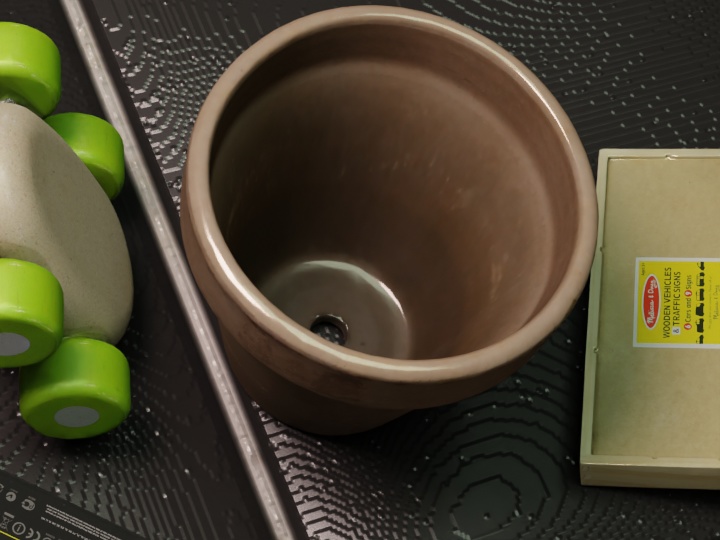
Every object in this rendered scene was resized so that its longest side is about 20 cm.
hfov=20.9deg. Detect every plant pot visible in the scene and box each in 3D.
[{"bbox_3d":[0.000,0.000,0.970,0.198,0.175,0.202,6,60,-11],"label":"plant pot"}]

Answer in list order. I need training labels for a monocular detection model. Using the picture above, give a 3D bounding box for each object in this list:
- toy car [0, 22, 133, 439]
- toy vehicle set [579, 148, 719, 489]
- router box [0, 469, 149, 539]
[{"bbox_3d":[-0.225,-0.003,0.965,0.198,0.158,0.166,-13,58,12],"label":"toy car"},{"bbox_3d":[0.187,0.023,1.067,0.123,0.027,0.202,1,59,11],"label":"toy vehicle set"},{"bbox_3d":[-0.124,0.200,0.896,0.199,0.062,0.151,25,58,0],"label":"router box"}]
